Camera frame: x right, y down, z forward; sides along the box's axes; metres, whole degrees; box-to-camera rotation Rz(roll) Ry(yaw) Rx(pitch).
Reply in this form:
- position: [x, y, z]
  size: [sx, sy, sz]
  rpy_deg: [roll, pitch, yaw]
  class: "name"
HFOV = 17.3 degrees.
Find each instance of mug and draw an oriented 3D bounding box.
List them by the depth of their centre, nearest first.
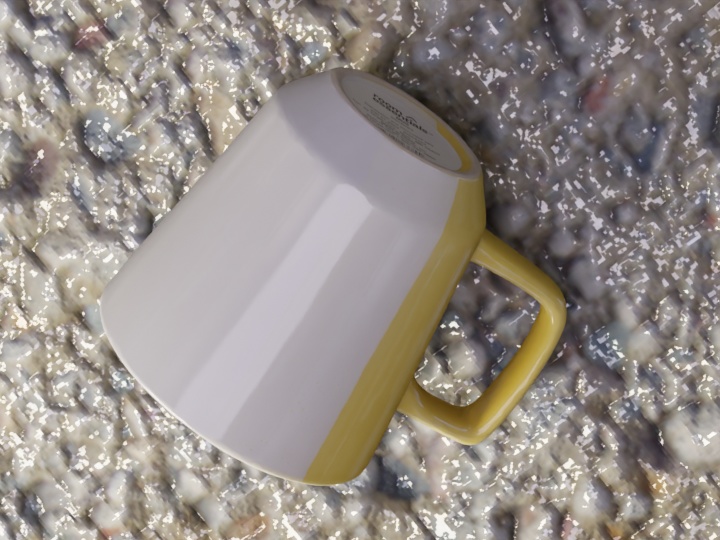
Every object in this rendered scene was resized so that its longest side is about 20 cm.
- position: [-0.008, -0.006, 1.106]
  size: [0.150, 0.186, 0.154]
  rpy_deg: [47, 113, 33]
  class: "mug"
